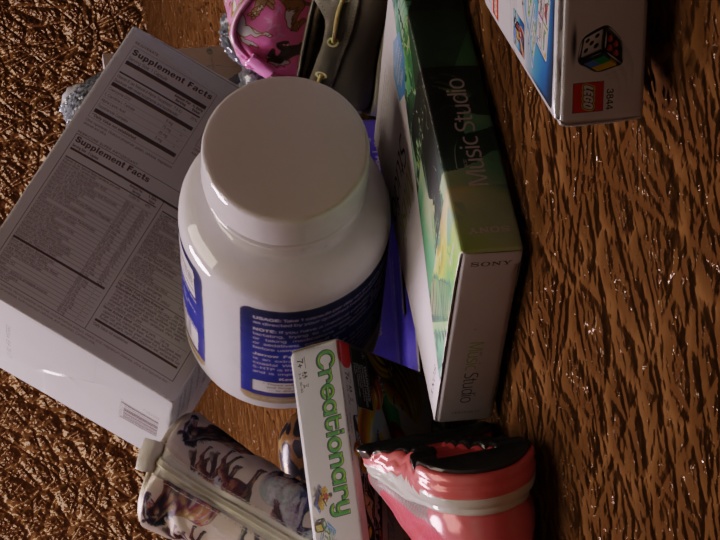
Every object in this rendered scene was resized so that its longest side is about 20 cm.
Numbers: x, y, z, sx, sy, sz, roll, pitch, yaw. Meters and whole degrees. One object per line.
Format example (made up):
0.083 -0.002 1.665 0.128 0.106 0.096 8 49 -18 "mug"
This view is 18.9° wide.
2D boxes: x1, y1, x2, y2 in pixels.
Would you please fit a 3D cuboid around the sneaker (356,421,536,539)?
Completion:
0.045 0.128 1.097 0.200 0.073 0.088 -175 76 -83 "sneaker"

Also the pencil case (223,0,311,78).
-0.068 -0.216 1.603 0.200 0.082 0.087 -111 23 -58 "pencil case"

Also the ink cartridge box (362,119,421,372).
0.000 0.000 1.418 0.200 0.043 0.200 -166 72 -80 "ink cartridge box"

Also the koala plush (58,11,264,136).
-0.137 -0.106 1.671 0.178 0.198 0.185 -114 28 -64 "koala plush"

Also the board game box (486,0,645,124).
0.075 -0.171 0.791 0.126 0.034 0.202 -109 17 -61 "board game box"

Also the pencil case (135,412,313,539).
-0.044 0.162 1.316 0.078 0.199 0.090 -58 -15 -15 "pencil case"

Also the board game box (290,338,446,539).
0.017 0.148 1.205 0.126 0.034 0.202 24 -126 -59 "board game box"

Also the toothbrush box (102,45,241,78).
-0.183 -0.137 2.200 0.201 0.145 0.086 -106 14 -47 "toothbrush box"

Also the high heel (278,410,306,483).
-0.003 0.185 1.378 0.143 0.071 0.201 115 132 -73 "high heel"

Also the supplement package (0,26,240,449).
-0.136 -0.014 1.393 0.201 0.150 0.152 -60 -3 -20 "supplement package"

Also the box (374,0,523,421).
0.043 -0.043 1.130 0.145 0.036 0.201 95 166 -52 "box"

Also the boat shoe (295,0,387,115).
-0.008 -0.172 1.299 0.203 0.060 0.072 95 169 -47 "boat shoe"

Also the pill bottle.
-0.043 -0.016 1.213 0.200 0.119 0.121 96 166 -62 "pill bottle"
